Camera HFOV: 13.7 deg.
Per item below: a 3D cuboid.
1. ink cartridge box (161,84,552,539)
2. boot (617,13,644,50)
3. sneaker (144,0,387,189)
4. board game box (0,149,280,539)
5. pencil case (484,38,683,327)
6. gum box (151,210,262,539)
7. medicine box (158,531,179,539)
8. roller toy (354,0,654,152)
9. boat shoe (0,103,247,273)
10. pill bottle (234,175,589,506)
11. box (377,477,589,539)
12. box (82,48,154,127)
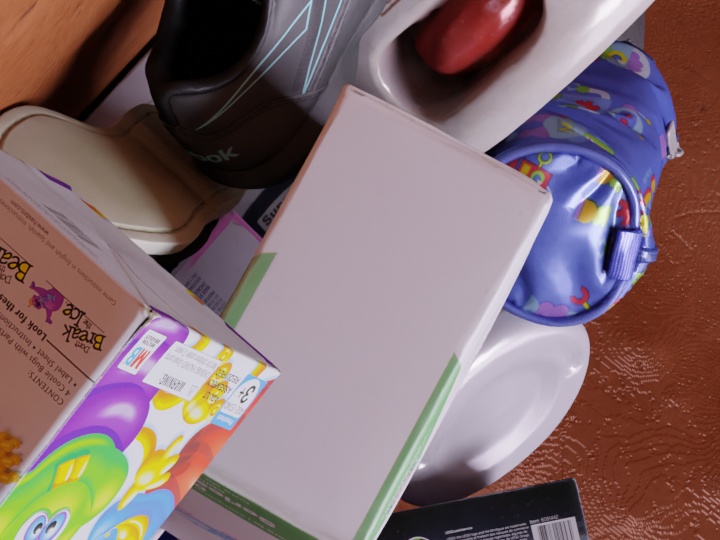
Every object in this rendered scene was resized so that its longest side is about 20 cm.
[{"bbox_3d":[-0.008,0.037,1.100,0.146,0.087,0.200,-62,176,-12],"label":"ink cartridge box"},{"bbox_3d":[0.058,-0.140,1.393,0.199,0.070,0.132,4,107,-37],"label":"boot"},{"bbox_3d":[-0.015,-0.127,1.081,0.079,0.075,0.201,31,82,-58],"label":"sneaker"},{"bbox_3d":[-0.137,0.070,0.912,0.200,0.105,0.103,-51,156,4],"label":"board game box"},{"bbox_3d":[0.093,-0.042,1.291,0.200,0.086,0.078,-64,165,-70],"label":"pencil case"},{"bbox_3d":[-0.104,0.069,1.242,0.200,0.066,0.113,-50,-169,-28],"label":"gum box"},{"bbox_3d":[-0.151,0.149,1.388,0.200,0.182,0.103,-51,179,-35],"label":"medicine box"},{"bbox_3d":[0.048,-0.148,1.221,0.183,0.140,0.200,-47,-172,-11],"label":"roller toy"},{"bbox_3d":[-0.101,-0.016,1.072,0.066,0.074,0.199,-49,178,14],"label":"boat shoe"},{"bbox_3d":[0.000,0.000,1.329,0.111,0.200,0.111,-30,148,-21],"label":"pill bottle"},{"bbox_3d":[-0.020,0.132,1.278,0.199,0.040,0.137,-8,170,-27],"label":"box"},{"bbox_3d":[-0.125,-0.006,1.266,0.156,0.041,0.200,-51,177,-35],"label":"box"}]
